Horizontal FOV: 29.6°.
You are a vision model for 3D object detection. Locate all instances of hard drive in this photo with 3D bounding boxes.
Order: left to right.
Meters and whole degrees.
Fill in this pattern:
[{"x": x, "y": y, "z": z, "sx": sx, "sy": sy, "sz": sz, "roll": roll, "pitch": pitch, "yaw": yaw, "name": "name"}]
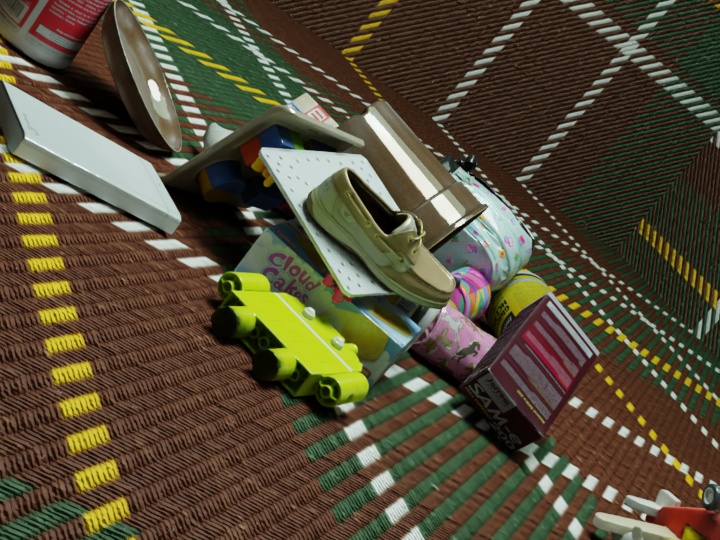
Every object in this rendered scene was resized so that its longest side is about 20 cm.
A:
[{"x": -0.287, "y": -0.118, "z": 1.426, "sx": 0.199, "sy": 0.027, "sz": 0.132, "roll": 29, "pitch": 17, "yaw": -38, "name": "hard drive"}]

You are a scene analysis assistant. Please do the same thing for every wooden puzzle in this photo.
[{"x": -0.114, "y": -0.120, "z": 1.608, "sx": 0.185, "sy": 0.199, "sz": 0.047, "roll": 14, "pitch": 55, "yaw": -61, "name": "wooden puzzle"}]

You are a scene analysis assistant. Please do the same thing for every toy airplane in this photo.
[{"x": 0.391, "y": 0.332, "z": 1.630, "sx": 0.198, "sy": 0.142, "sz": 0.199, "roll": 5, "pitch": -14, "yaw": 25, "name": "toy airplane"}]

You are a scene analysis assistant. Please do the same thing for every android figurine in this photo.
[{"x": -0.067, "y": 0.070, "z": 1.372, "sx": 0.182, "sy": 0.041, "sz": 0.200, "roll": 45, "pitch": 17, "yaw": 22, "name": "android figurine"}]

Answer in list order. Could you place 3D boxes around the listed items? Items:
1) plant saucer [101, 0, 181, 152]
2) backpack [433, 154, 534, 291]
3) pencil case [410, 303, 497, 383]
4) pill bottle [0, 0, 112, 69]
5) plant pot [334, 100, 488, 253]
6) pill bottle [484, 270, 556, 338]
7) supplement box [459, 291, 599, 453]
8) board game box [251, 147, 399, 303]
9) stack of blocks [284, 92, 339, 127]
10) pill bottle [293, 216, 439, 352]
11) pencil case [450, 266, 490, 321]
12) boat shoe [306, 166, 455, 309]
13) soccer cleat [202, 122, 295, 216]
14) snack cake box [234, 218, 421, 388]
[{"x": -0.274, "y": -0.237, "z": 1.685, "sx": 0.200, "sy": 0.032, "sz": 0.202, "roll": -19, "pitch": 90, "yaw": -85, "name": "plant saucer"}, {"x": 0.165, "y": -0.057, "z": 2.092, "sx": 0.126, "sy": 0.167, "sz": 0.200, "roll": -36, "pitch": 73, "yaw": -31, "name": "backpack"}, {"x": 0.151, "y": 0.111, "z": 1.765, "sx": 0.199, "sy": 0.087, "sz": 0.083, "roll": 35, "pitch": -22, "yaw": -21, "name": "pencil case"}, {"x": -0.350, "y": -0.355, "z": 1.649, "sx": 0.112, "sy": 0.201, "sz": 0.112, "roll": 35, "pitch": 13, "yaw": -10, "name": "pill bottle"}, {"x": 0.032, "y": -0.101, "z": 1.786, "sx": 0.199, "sy": 0.200, "sz": 0.200, "roll": 54, "pitch": 14, "yaw": 4, "name": "plant pot"}, {"x": 0.263, "y": 0.089, "z": 2.074, "sx": 0.112, "sy": 0.113, "sz": 0.200, "roll": 34, "pitch": 14, "yaw": -22, "name": "pill bottle"}, {"x": 0.215, "y": 0.125, "z": 1.709, "sx": 0.109, "sy": 0.061, "sz": 0.200, "roll": 51, "pitch": 41, "yaw": -3, "name": "supplement box"}, {"x": -0.012, "y": -0.050, "z": 1.537, "sx": 0.199, "sy": 0.026, "sz": 0.201, "roll": -2, "pitch": 55, "yaw": -55, "name": "board game box"}, {"x": -0.060, "y": -0.147, "z": 1.942, "sx": 0.200, "sy": 0.115, "sz": 0.059, "roll": 46, "pitch": -27, "yaw": 20, "name": "stack of blocks"}, {"x": 0.000, "y": 0.000, "z": 1.638, "sx": 0.200, "sy": 0.115, "sz": 0.114, "roll": 38, "pitch": 13, "yaw": -5, "name": "pill bottle"}, {"x": 0.132, "y": 0.040, "z": 1.946, "sx": 0.088, "sy": 0.089, "sz": 0.200, "roll": 42, "pitch": 11, "yaw": 10, "name": "pencil case"}, {"x": 0.034, "y": -0.035, "z": 1.483, "sx": 0.199, "sy": 0.066, "sz": 0.074, "roll": 37, "pitch": 30, "yaw": -18, "name": "boat shoe"}, {"x": -0.129, "y": -0.141, "z": 1.840, "sx": 0.199, "sy": 0.070, "sz": 0.087, "roll": 29, "pitch": 20, "yaw": -36, "name": "soccer cleat"}, {"x": -0.035, "y": 0.034, "z": 1.525, "sx": 0.200, "sy": 0.067, "sz": 0.115, "roll": 41, "pitch": 15, "yaw": 4, "name": "snack cake box"}]
